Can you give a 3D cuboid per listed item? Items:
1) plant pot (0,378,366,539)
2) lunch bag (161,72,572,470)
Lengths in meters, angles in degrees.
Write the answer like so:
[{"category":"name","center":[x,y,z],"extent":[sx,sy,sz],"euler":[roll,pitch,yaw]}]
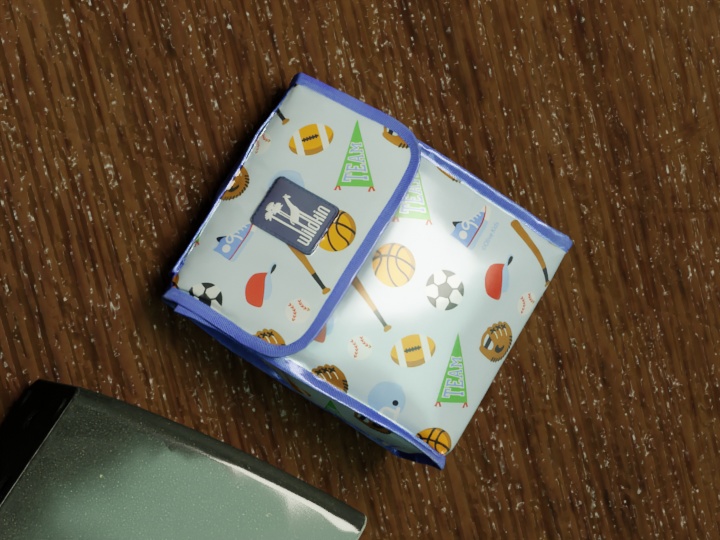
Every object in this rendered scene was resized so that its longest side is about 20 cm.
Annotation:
[{"category":"plant pot","center":[-0.146,0.170,1.630],"extent":[0.177,0.199,0.200],"euler":[36,80,-14]},{"category":"lunch bag","center":[0.000,0.000,1.715],"extent":[0.200,0.124,0.170],"euler":[34,81,-12]}]
